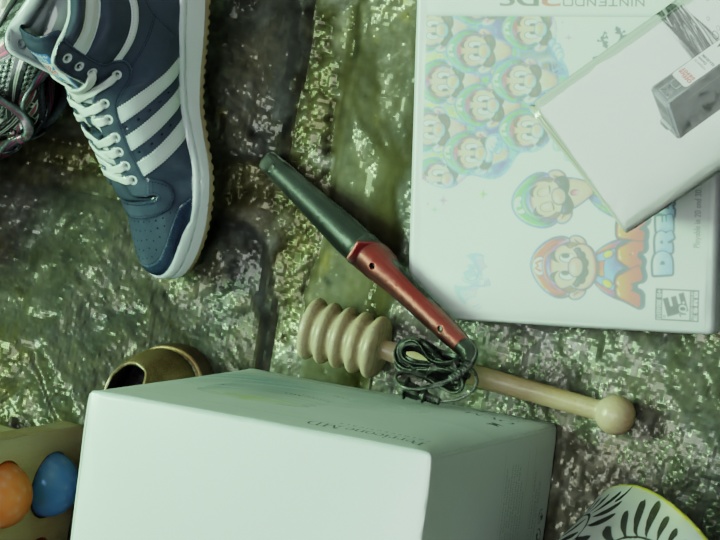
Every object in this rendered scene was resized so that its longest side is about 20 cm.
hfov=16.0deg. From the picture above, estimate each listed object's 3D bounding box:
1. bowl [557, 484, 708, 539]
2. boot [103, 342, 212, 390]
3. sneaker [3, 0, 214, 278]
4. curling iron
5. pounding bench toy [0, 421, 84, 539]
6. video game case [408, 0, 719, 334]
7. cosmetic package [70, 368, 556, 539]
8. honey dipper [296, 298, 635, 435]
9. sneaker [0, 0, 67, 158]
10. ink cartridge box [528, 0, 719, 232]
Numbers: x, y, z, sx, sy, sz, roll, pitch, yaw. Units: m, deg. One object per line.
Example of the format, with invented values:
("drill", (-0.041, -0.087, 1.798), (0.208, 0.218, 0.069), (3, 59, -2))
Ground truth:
("bowl", (0.131, 0.222, 1.331), (0.094, 0.201, 0.201), (-19, 83, -21))
("boot", (-0.146, 0.142, 1.521), (0.074, 0.075, 0.200), (16, 100, 20))
("sneaker", (-0.146, -0.090, 1.476), (0.070, 0.108, 0.200), (15, 108, 52))
("curling iron", (0.000, 0.000, 1.455), (0.050, 0.026, 0.200), (-35, 62, -6))
("pounding bench toy", (-0.272, 0.145, 1.506), (0.156, 0.200, 0.124), (14, 97, 23))
("video game case", (0.115, -0.069, 1.425), (0.182, 0.024, 0.200), (3, 94, 23))
("cosmetic package", (-0.023, 0.131, 1.398), (0.199, 0.200, 0.123), (9, 96, 22))
("honey dipper", (0.060, 0.060, 1.449), (0.200, 0.038, 0.038), (17, 99, 20))
("sneaker", (-0.225, -0.091, 1.534), (0.075, 0.081, 0.200), (33, 104, 15))
("ink cartridge box", (0.196, -0.109, 1.303), (0.200, 0.144, 0.084), (-35, 87, 11))
